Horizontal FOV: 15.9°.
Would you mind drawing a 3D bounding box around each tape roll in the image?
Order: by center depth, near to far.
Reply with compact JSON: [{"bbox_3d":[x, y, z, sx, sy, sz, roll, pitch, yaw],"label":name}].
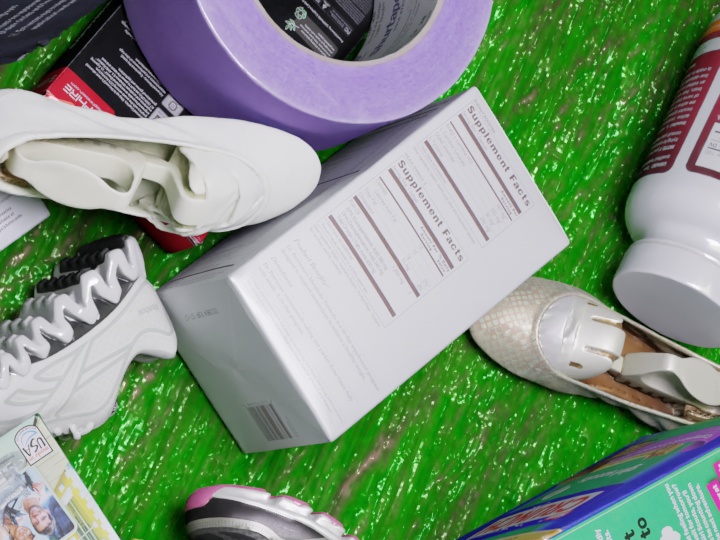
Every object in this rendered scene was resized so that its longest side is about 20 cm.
[{"bbox_3d":[-0.029,-0.172,1.444,0.199,0.085,0.202,5,79,-29],"label":"tape roll"}]

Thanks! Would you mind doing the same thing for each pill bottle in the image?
[{"bbox_3d":[0.233,-0.058,1.608,0.113,0.113,0.201,36,67,-19],"label":"pill bottle"}]

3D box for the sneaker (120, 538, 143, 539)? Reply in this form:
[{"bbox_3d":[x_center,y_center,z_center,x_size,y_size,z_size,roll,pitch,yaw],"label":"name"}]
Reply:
[{"bbox_3d":[-0.162,0.231,1.376,0.083,0.074,0.201,29,70,7],"label":"sneaker"}]

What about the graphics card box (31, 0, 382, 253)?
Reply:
[{"bbox_3d":[-0.088,-0.123,1.479,0.125,0.051,0.200,43,65,-15],"label":"graphics card box"}]

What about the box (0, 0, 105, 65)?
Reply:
[{"bbox_3d":[-0.236,-0.165,1.276,0.199,0.196,0.118,-14,86,-31],"label":"box"}]

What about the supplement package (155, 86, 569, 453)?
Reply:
[{"bbox_3d":[0.000,0.000,1.468,0.200,0.114,0.110,-38,102,-27],"label":"supplement package"}]

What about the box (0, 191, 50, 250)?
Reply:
[{"bbox_3d":[-0.282,-0.069,1.369,0.156,0.041,0.201,-37,99,-29],"label":"box"}]

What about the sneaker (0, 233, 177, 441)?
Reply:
[{"bbox_3d":[-0.177,0.066,1.389,0.200,0.075,0.081,-41,110,-27],"label":"sneaker"}]

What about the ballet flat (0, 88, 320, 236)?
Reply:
[{"bbox_3d":[-0.115,-0.049,1.383,0.198,0.069,0.070,10,76,-17],"label":"ballet flat"}]

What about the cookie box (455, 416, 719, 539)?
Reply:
[{"bbox_3d":[0.150,0.155,1.492,0.199,0.171,0.076,-25,91,-30],"label":"cookie box"}]

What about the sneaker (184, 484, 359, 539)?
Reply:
[{"bbox_3d":[-0.026,0.199,1.442,0.200,0.074,0.088,42,58,-22],"label":"sneaker"}]

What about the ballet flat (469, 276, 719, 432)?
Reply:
[{"bbox_3d":[0.160,0.050,1.577,0.199,0.062,0.068,22,71,-23],"label":"ballet flat"}]

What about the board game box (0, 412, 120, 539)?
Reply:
[{"bbox_3d":[-0.211,0.184,1.321,0.199,0.029,0.135,-34,89,-7],"label":"board game box"}]
